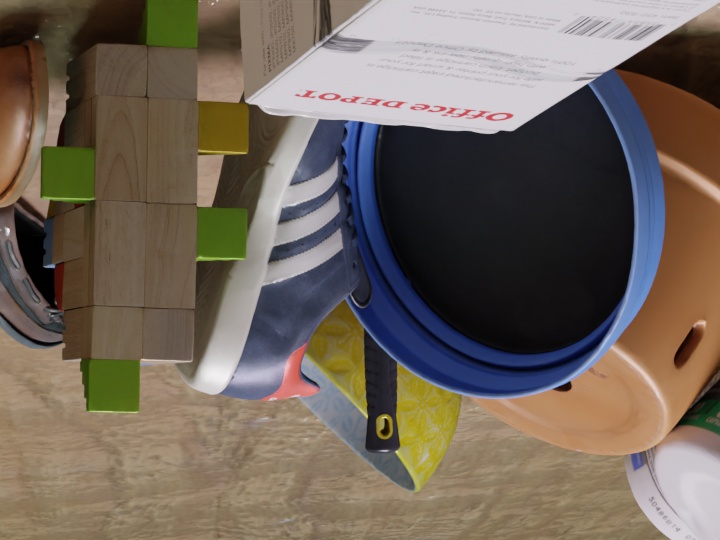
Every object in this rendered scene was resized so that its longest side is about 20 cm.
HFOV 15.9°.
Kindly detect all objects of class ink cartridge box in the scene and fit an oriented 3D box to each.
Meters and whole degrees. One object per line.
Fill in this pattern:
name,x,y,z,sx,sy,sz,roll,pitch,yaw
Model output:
ink cartridge box,0.052,-0.133,1.112,0.147,0.083,0.200,3,163,-28

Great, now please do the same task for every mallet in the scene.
mallet,0.000,0.000,1.410,0.066,0.200,0.041,4,-174,-13

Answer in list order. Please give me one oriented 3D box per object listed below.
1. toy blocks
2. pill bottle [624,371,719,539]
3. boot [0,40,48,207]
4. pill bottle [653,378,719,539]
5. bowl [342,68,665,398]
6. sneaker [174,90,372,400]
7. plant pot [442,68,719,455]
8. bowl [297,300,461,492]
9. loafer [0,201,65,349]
toy blocks,-0.122,-0.029,1.288,0.100,0.200,0.137,2,176,-17
pill bottle,0.262,0.093,1.590,0.114,0.114,0.200,3,155,-30
boot,-0.253,-0.077,1.288,0.155,0.077,0.200,9,168,-31
pill bottle,0.265,0.071,1.421,0.200,0.113,0.113,-43,180,-22
bowl,0.065,-0.037,1.285,0.200,0.201,0.039,-17,-179,41
sneaker,-0.026,-0.029,1.293,0.084,0.200,0.075,15,-169,-25
plant pot,0.127,0.005,1.398,0.200,0.140,0.200,21,151,13
bowl,0.003,0.038,1.665,0.108,0.200,0.200,-44,169,-9
loafer,-0.201,0.001,1.592,0.063,0.072,0.200,-15,161,16
